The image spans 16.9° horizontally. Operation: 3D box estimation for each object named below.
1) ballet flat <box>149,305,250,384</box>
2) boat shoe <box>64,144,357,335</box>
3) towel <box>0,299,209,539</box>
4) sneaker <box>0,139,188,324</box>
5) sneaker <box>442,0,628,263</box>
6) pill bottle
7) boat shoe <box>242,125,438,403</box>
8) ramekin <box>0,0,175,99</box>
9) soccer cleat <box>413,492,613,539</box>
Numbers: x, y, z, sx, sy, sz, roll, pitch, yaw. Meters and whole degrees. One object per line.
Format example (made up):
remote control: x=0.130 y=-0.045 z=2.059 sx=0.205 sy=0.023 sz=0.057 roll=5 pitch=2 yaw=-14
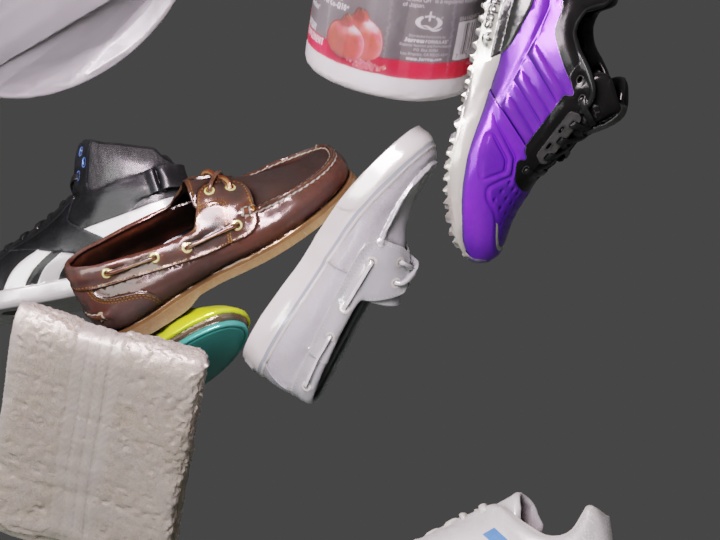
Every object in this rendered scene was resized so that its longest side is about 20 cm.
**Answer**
ballet flat: x=-0.148 y=0.069 z=1.639 sx=0.200 sy=0.067 sz=0.067 roll=-48 pitch=51 yaw=34
boat shoe: x=-0.098 y=-0.029 z=1.587 sx=0.200 sy=0.070 sz=0.070 roll=-33 pitch=112 yaw=-6
towel: x=-0.175 y=0.113 z=1.610 sx=0.132 sy=0.035 sz=0.200 roll=15 pitch=128 yaw=1
sneaker: x=-0.203 y=-0.031 z=1.687 sx=0.200 sy=0.073 sz=0.112 roll=-12 pitch=78 yaw=19
sneaker: x=0.115 y=-0.096 z=1.519 sx=0.099 sy=0.070 sz=0.201 roll=13 pitch=99 yaw=14
pill bottle: x=0.033 y=-0.216 z=1.516 sx=0.111 sy=0.111 sz=0.200 roll=21 pitch=115 yaw=27
boat shoe: x=0.000 y=0.000 z=1.577 sx=0.068 sy=0.072 sz=0.200 roll=38 pitch=102 yaw=9
ramekin: x=-0.220 y=-0.221 z=1.638 sx=0.202 sy=0.202 sz=0.094 roll=-50 pitch=55 yaw=17
soccer cleat: x=0.071 y=0.184 z=1.535 sx=0.200 sy=0.070 sz=0.087 roll=-1 pitch=71 yaw=26
